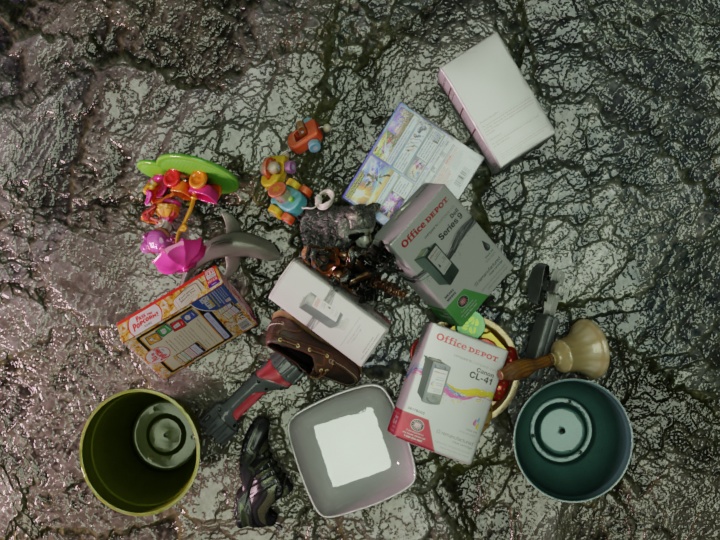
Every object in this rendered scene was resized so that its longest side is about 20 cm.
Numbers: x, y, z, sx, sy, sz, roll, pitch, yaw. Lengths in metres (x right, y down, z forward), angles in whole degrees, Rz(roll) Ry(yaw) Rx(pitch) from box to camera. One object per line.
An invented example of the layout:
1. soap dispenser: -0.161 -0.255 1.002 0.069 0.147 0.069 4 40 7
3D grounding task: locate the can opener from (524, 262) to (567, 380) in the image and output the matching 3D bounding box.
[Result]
1. can opener: 0.318 0.091 1.747 0.066 0.052 0.204 11 88 36

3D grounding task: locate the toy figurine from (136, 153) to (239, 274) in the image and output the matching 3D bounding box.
1. toy figurine: -0.323 -0.087 1.702 0.197 0.150 0.187 7 73 24

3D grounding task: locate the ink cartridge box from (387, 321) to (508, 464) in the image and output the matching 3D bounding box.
1. ink cartridge box: 0.147 0.204 1.669 0.145 0.086 0.203 20 87 -4

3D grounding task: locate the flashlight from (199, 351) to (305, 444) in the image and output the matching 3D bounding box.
1. flashlight: -0.188 0.225 1.751 0.200 0.068 0.068 -45 56 4

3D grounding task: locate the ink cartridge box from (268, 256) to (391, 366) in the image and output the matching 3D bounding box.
1. ink cartridge box: -0.050 0.067 1.704 0.199 0.146 0.085 38 93 2

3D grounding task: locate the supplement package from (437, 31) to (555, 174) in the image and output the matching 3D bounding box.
1. supplement package: 0.232 -0.286 1.714 0.116 0.117 0.202 -30 89 2

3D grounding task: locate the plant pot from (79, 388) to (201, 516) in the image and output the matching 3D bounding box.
1. plant pot: -0.351 0.293 1.688 0.196 0.193 0.205 0 90 2

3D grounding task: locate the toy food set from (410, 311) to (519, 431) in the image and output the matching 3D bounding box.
1. toy food set: 0.183 0.176 1.744 0.200 0.049 0.198 -44 88 1

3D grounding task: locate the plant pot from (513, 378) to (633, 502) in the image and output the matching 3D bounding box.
1. plant pot: 0.352 0.282 1.694 0.196 0.134 0.205 0 89 2

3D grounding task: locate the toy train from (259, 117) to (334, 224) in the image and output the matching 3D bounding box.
1. toy train: -0.114 -0.180 1.713 0.149 0.056 0.202 -27 51 18

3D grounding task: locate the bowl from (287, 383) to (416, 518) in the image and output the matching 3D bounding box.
1. bowl: -0.013 0.309 1.736 0.197 0.075 0.203 -20 89 2

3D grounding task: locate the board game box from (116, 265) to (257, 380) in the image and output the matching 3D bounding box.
1. board game box: -0.296 0.093 1.711 0.198 0.152 0.047 -30 54 0

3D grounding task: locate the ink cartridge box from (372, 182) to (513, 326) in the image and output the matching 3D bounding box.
1. ink cartridge box: 0.140 -0.028 1.688 0.146 0.084 0.200 -47 109 -10

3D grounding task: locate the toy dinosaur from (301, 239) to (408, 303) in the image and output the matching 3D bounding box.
1. toy dinosaur: 0.000 0.000 1.664 0.197 0.135 0.104 0 92 -31

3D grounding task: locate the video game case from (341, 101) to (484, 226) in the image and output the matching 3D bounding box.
1. video game case: 0.092 -0.162 1.753 0.180 0.045 0.202 33 90 0

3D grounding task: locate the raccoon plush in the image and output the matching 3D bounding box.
1. raccoon plush: -0.060 -0.104 1.700 0.199 0.097 0.135 37 132 2

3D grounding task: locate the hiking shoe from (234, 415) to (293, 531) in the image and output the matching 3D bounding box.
1. hiking shoe: -0.165 0.357 1.749 0.099 0.076 0.204 7 98 -6

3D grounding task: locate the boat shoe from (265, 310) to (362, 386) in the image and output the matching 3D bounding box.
1. boat shoe: -0.083 0.151 1.710 0.199 0.071 0.070 34 133 -21

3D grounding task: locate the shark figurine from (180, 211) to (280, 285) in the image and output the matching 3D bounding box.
1. shark figurine: -0.262 -0.022 1.744 0.213 0.090 0.129 -33 87 -1

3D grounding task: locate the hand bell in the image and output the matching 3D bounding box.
1. hand bell: 0.312 0.153 1.671 0.197 0.104 0.106 -12 89 -27
